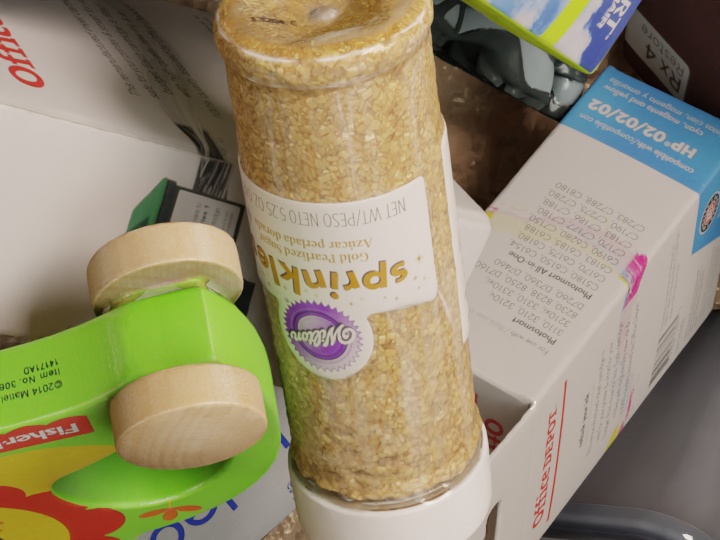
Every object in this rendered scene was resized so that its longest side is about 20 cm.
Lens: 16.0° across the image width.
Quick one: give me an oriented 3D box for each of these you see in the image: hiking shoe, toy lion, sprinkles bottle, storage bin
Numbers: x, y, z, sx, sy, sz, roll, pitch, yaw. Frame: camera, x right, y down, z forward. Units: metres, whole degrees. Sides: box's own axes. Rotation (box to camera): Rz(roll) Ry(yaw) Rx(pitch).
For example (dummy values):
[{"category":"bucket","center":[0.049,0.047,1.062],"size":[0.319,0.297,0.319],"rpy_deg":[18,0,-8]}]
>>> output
[{"category":"hiking shoe","center":[0.037,-0.127,0.947],"size":[0.087,0.074,0.200],"rpy_deg":[-61,150,2]},{"category":"toy lion","center":[-0.122,0.069,0.835],"size":[0.198,0.069,0.192],"rpy_deg":[-13,155,0]},{"category":"sprinkles bottle","center":[0.000,0.000,0.811],"size":[0.068,0.068,0.201],"rpy_deg":[-23,128,-20]},{"category":"storage bin","center":[0.150,0.115,1.111],"size":[0.200,0.145,0.135],"rpy_deg":[49,56,-36]}]

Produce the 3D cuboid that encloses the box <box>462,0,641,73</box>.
[{"category":"box","center":[0.069,-0.138,0.831],"size":[0.122,0.048,0.200],"rpy_deg":[-57,158,7]}]

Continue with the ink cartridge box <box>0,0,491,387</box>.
[{"category":"ink cartridge box","center":[-0.078,-0.036,0.885],"size":[0.199,0.146,0.085],"rpy_deg":[12,113,-33]}]

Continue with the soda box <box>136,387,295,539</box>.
[{"category":"soda box","center":[-0.081,0.084,0.990],"size":[0.200,0.063,0.068],"rpy_deg":[-43,128,-7]}]

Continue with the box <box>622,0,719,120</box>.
[{"category":"box","center":[0.235,-0.119,0.988],"size":[0.199,0.166,0.165],"rpy_deg":[-26,149,-22]}]

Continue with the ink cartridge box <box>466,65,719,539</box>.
[{"category":"ink cartridge box","center":[0.067,0.031,0.986],"size":[0.200,0.068,0.116],"rpy_deg":[-49,156,-32]}]
